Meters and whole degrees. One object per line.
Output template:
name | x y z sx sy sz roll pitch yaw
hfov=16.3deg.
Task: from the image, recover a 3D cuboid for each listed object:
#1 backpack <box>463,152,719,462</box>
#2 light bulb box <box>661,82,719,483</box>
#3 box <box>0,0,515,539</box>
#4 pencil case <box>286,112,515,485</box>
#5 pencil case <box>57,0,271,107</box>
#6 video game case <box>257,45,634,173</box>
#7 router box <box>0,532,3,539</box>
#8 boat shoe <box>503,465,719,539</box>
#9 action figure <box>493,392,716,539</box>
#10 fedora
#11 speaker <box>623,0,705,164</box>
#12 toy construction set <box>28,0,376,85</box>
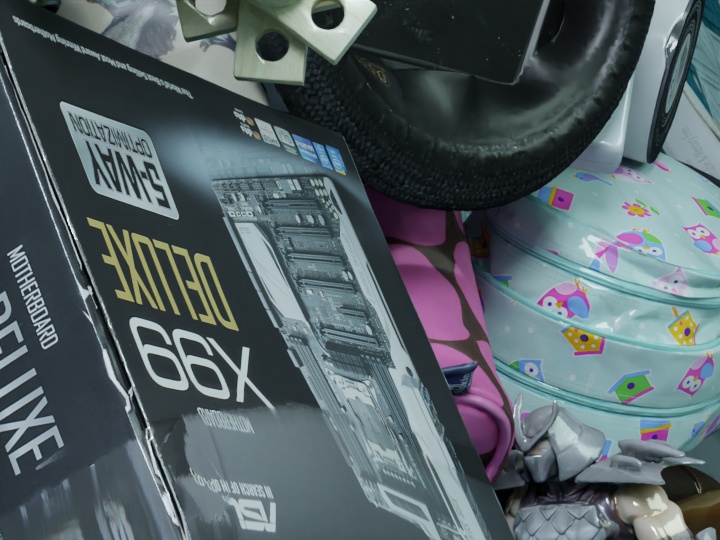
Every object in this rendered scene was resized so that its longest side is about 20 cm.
backpack | 0.100 0.012 1.074 0.200 0.167 0.127 -36 140 -66
light bulb box | 0.175 0.016 1.304 0.200 0.125 0.198 51 9 -25
box | -0.040 0.022 0.680 0.200 0.050 0.158 19 44 -61
pencil case | 0.000 0.000 0.979 0.094 0.091 0.200 16 38 -28
pencil case | -0.080 -0.060 0.866 0.078 0.089 0.200 95 -27 -70
video game case | 0.018 -0.136 1.007 0.023 0.200 0.182 98 3 -59
router box | -0.099 0.009 0.726 0.200 0.062 0.150 57 18 -8
boat shoe | 0.105 0.113 1.114 0.070 0.070 0.200 26 6 29
action figure | 0.096 0.139 0.963 0.069 0.130 0.200 -25 101 -28
fedora | 0.016 -0.117 0.907 0.092 0.201 0.201 15 -21 45
speaker | 0.039 -0.110 1.062 0.200 0.081 0.081 16 14 12
toy construction set | -0.061 -0.110 0.670 0.092 0.131 0.200 59 -2 21
